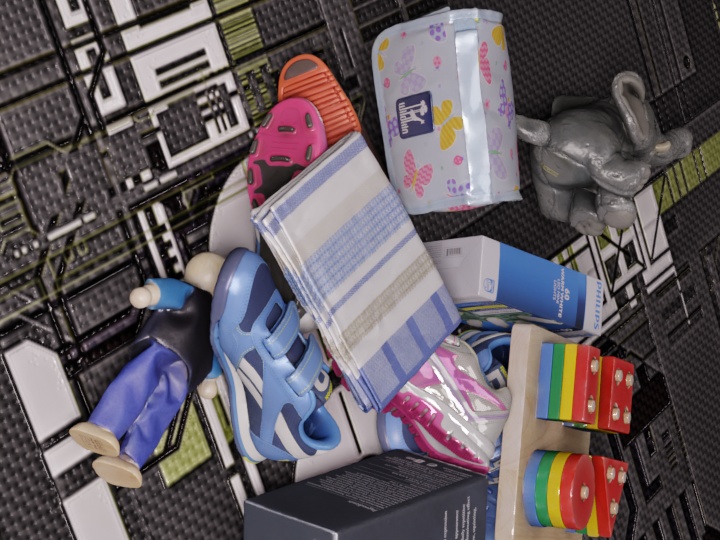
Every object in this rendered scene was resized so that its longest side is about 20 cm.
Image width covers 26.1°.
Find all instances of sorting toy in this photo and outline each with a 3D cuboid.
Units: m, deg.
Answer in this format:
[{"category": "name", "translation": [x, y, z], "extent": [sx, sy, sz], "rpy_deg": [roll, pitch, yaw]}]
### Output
[{"category": "sorting toy", "translation": [0.201, 0.164, 1.468], "extent": [0.200, 0.069, 0.201], "rpy_deg": [22, 72, -62]}]

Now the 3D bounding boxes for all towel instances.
[{"category": "towel", "translation": [0.000, 0.000, 1.291], "extent": [0.147, 0.024, 0.201], "rpy_deg": [-44, 112, -39]}]

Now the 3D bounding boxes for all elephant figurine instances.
[{"category": "elephant figurine", "translation": [0.261, -0.143, 1.640], "extent": [0.200, 0.141, 0.156], "rpy_deg": [-56, 153, -36]}]

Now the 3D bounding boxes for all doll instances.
[{"category": "doll", "translation": [-0.151, 0.063, 1.206], "extent": [0.201, 0.048, 0.137], "rpy_deg": [-61, 143, -34]}]

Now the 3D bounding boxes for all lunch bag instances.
[{"category": "lunch bag", "translation": [0.077, -0.137, 1.374], "extent": [0.126, 0.200, 0.171], "rpy_deg": [-7, 93, -5]}]

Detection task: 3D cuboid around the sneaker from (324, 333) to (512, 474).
[{"category": "sneaker", "translation": [0.052, 0.090, 1.375], "extent": [0.200, 0.081, 0.088], "rpy_deg": [43, 62, -7]}]

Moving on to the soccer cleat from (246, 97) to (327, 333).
[{"category": "soccer cleat", "translation": [-0.055, -0.043, 1.326], "extent": [0.086, 0.069, 0.202], "rpy_deg": [29, 60, -67]}]

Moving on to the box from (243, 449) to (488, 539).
[{"category": "box", "translation": [0.005, 0.251, 1.301], "extent": [0.199, 0.107, 0.150], "rpy_deg": [-10, 107, -48]}]

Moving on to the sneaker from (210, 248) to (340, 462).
[{"category": "sneaker", "translation": [-0.065, 0.068, 1.234], "extent": [0.074, 0.082, 0.201], "rpy_deg": [-60, 146, -47]}]

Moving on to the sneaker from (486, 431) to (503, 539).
[{"category": "sneaker", "translation": [0.123, 0.198, 1.491], "extent": [0.077, 0.075, 0.201], "rpy_deg": [49, 43, -25]}]

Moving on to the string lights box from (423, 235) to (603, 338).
[{"category": "string lights box", "translation": [0.137, 0.019, 1.494], "extent": [0.199, 0.102, 0.059], "rpy_deg": [18, 72, -45]}]

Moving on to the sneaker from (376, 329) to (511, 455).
[{"category": "sneaker", "translation": [0.091, 0.112, 1.449], "extent": [0.200, 0.082, 0.074], "rpy_deg": [-38, 115, -41]}]

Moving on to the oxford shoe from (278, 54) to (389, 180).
[{"category": "oxford shoe", "translation": [-0.018, -0.098, 1.377], "extent": [0.073, 0.071, 0.201], "rpy_deg": [-57, 129, -67]}]
